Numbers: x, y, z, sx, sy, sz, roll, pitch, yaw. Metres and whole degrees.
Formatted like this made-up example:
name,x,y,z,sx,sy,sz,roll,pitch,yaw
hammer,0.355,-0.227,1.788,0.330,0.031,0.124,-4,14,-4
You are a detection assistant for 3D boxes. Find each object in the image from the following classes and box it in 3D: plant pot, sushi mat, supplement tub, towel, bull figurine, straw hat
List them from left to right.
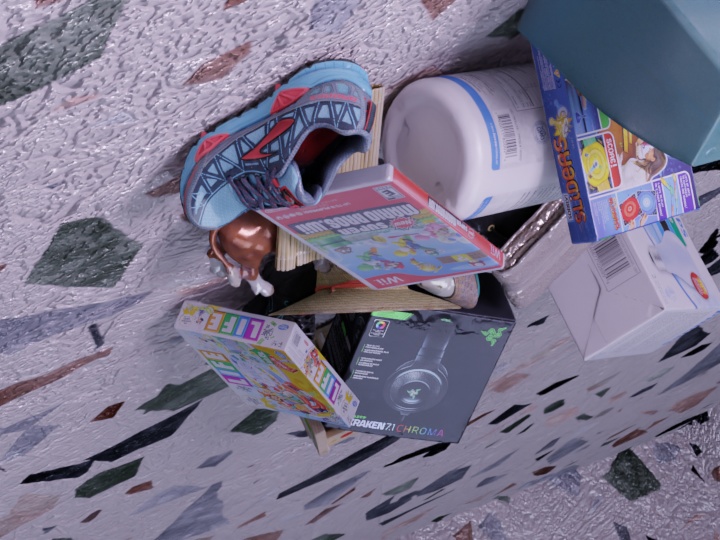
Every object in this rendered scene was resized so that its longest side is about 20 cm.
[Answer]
name,x,y,z,sx,sy,sz,roll,pitch,yaw
bull figurine,-0.054,-0.045,1.602,0.199,0.065,0.122,-15,142,-22
sushi mat,-0.028,-0.079,1.517,0.095,0.012,0.200,-17,139,-20
straw hat,0.000,0.000,1.703,0.200,0.086,0.201,-2,178,0
supplement tub,0.131,-0.120,1.561,0.199,0.132,0.132,-12,158,-39
towel,0.221,-0.048,1.806,0.200,0.034,0.133,-46,156,-3
plant pot,0.254,-0.190,1.364,0.141,0.200,0.142,-16,146,-31

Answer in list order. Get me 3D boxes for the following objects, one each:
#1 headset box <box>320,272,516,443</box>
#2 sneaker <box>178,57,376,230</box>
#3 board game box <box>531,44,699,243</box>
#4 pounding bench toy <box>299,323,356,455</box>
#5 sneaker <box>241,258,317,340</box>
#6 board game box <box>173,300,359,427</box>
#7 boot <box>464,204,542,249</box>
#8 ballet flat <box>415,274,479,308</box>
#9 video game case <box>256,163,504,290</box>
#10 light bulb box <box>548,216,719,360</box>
name,x,y,z,sx,sy,sz,roll,pitch,yaw
headset box,0.060,0.084,1.931,0.173,0.093,0.201,10,124,-21
sneaker,-0.071,-0.086,1.398,0.200,0.096,0.079,-38,138,24
board game box,0.225,-0.137,1.516,0.135,0.201,0.034,-16,-174,-35
pounding bench toy,-0.008,0.139,2.137,0.155,0.125,0.200,-25,163,-7
sneaker,-0.067,0.036,1.824,0.075,0.079,0.200,-18,160,-24
board game box,-0.096,0.101,1.817,0.134,0.034,0.200,10,157,26
boot,0.189,-0.077,1.838,0.199,0.073,0.151,1,138,-40
ballet flat,0.072,-0.024,1.755,0.067,0.068,0.201,-40,134,-26
video game case,0.018,-0.035,1.510,0.142,0.018,0.200,-10,153,32
light bulb box,0.312,-0.010,2.044,0.125,0.199,0.200,-33,163,29
